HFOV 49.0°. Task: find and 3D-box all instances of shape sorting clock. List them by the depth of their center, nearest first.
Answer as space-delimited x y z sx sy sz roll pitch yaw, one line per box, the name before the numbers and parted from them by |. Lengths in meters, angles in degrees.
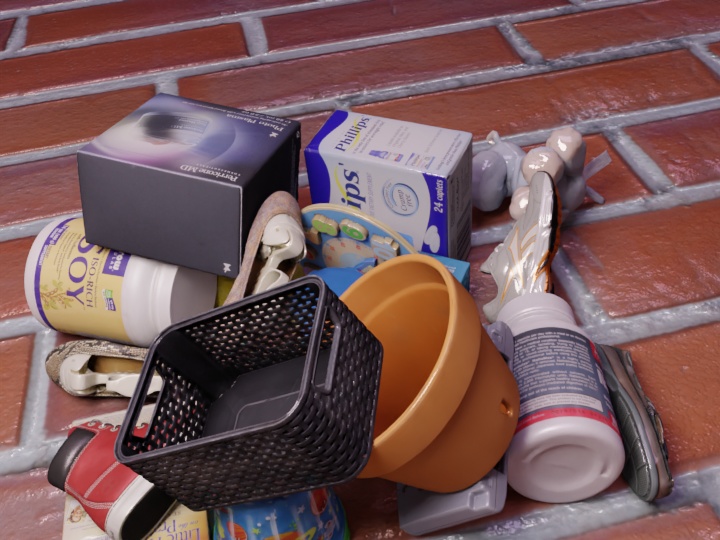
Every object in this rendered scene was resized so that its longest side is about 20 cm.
shape sorting clock | 0.000 0.000 0.929 0.197 0.202 0.040 15 55 22

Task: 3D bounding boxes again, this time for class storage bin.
storage bin | -0.090 0.105 0.651 0.197 0.094 0.137 -20 42 30

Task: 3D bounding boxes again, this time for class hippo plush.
hippo plush | 0.228 -0.143 1.098 0.199 0.161 0.160 -35 49 -30

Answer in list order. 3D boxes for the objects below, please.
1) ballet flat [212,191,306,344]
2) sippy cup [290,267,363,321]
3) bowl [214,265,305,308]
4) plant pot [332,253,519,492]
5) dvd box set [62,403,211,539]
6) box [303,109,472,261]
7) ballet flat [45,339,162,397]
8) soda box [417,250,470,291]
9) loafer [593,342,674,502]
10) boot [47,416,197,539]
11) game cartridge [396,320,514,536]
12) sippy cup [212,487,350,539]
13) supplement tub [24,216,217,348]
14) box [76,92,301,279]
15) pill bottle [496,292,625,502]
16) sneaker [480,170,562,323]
ballet flat | -0.091 -0.001 0.835 0.067 0.068 0.203 -15 51 49
sippy cup | -0.024 0.074 0.887 0.177 0.132 0.139 -32 47 -27
bowl | -0.157 -0.051 1.073 0.196 0.109 0.202 -3 40 3
plant pot | 0.051 0.109 0.716 0.199 0.140 0.202 -36 32 27
dvd box set | -0.231 0.226 0.821 0.143 0.030 0.201 -11 40 -8
box | 0.041 -0.094 1.044 0.197 0.186 0.105 14 45 22
ballet flat | -0.285 0.120 0.915 0.196 0.069 0.075 2 15 6
soda box | 0.038 0.012 1.014 0.197 0.065 0.068 15 44 21
loafer | 0.289 0.148 0.829 0.062 0.073 0.202 -2 38 -7
boot | -0.217 0.166 0.815 0.143 0.073 0.200 25 50 30
game cartridge | 0.093 0.158 0.793 0.041 0.133 0.203 29 49 -21
sippy cup | -0.082 0.216 0.741 0.175 0.132 0.140 19 45 26
supplement tub | -0.293 0.016 0.981 0.196 0.147 0.146 8 42 15
box | -0.192 -0.108 0.934 0.196 0.125 0.199 12 34 9
pill bottle | 0.196 0.123 0.826 0.117 0.121 0.202 -2 41 4
sneaker | 0.194 -0.025 0.971 0.090 0.076 0.204 6 82 24
